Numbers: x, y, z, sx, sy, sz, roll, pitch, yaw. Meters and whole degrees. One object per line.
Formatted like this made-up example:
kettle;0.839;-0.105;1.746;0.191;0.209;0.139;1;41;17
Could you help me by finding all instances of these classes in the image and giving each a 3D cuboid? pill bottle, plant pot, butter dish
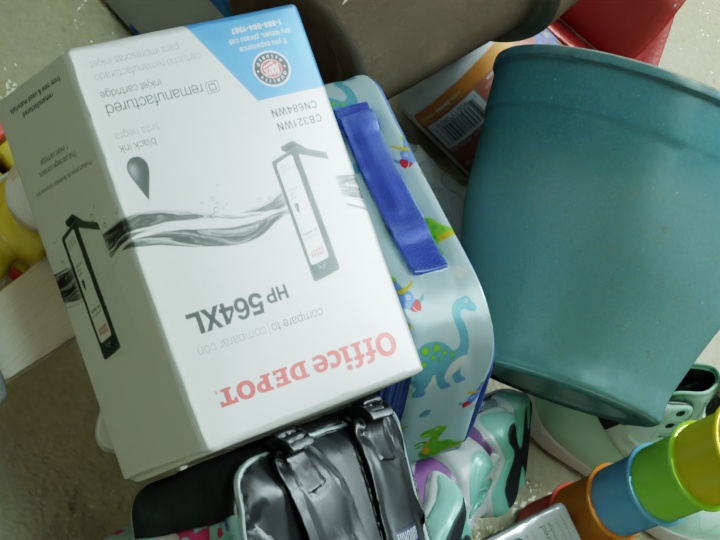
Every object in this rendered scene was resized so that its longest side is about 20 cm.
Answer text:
pill bottle;0.130;-0.087;1.353;0.200;0.112;0.112;44;48;-11
plant pot;0.018;-0.189;1.174;0.200;0.200;0.175;48;65;-7
butter dish;0.199;-0.271;1.476;0.200;0.148;0.200;37;51;-17
plant pot;0.146;-0.012;1.192;0.199;0.200;0.189;24;82;-26

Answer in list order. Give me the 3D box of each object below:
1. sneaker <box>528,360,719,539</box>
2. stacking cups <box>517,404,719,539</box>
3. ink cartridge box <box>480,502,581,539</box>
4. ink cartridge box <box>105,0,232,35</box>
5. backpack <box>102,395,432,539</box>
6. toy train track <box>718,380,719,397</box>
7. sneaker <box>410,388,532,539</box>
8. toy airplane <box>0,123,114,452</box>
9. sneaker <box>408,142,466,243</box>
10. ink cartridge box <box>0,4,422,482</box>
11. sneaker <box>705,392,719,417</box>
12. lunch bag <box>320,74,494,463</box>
sneaker;0.219;0.118;1.309;0.200;0.118;0.074;31;50;-22
stacking cups;0.169;0.135;1.205;0.060;0.200;0.061;17;60;-33
ink cartridge box;0.063;0.231;1.165;0.200;0.068;0.116;-20;80;-41
ink cartridge box;-0.074;-0.222;1.283;0.147;0.086;0.200;48;47;-8
backpack;-0.031;0.186;0.991;0.177;0.150;0.201;-16;83;-57
toy train track;0.232;0.161;1.246;0.115;0.032;0.201;22;69;-48
sneaker;0.018;0.116;1.173;0.200;0.139;0.078;-40;137;-60
toy airplane;-0.151;-0.006;1.028;0.198;0.141;0.201;2;60;2
sneaker;0.014;-0.008;1.251;0.115;0.075;0.200;43;44;-10
ink cartridge box;-0.073;-0.015;0.965;0.146;0.084;0.201;-18;87;-39
sneaker;0.317;0.152;1.409;0.091;0.076;0.201;-34;97;-52
lunch bag;0.000;0.000;1.100;0.082;0.161;0.201;-15;60;-20
